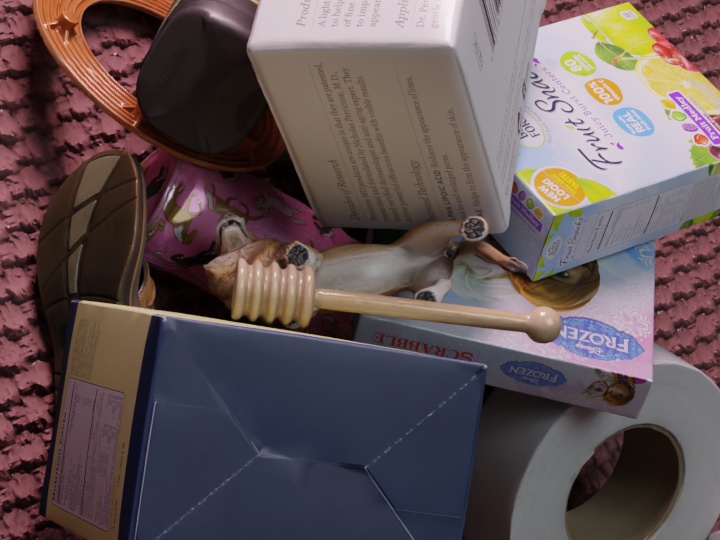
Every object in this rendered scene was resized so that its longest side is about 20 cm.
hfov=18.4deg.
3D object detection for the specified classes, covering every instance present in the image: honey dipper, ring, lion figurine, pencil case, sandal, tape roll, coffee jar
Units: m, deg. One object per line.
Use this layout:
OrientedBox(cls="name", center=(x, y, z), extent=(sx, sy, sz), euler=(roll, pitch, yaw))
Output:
OrientedBox(cls="honey dipper", center=(0.023, 0.021, 1.328), extent=(0.199, 0.038, 0.038), euler=(5, 62, -7))
OrientedBox(cls="ring", center=(-0.131, -0.143, 1.508), extent=(0.200, 0.019, 0.201), euler=(30, 29, -19))
OrientedBox(cls="lion figurine", center=(0.000, 0.000, 1.403), extent=(0.198, 0.122, 0.073), euler=(0, 92, -3))
OrientedBox(cls="pencil case", center=(-0.072, -0.012, 1.507), extent=(0.199, 0.083, 0.087), euler=(31, 26, -26))
OrientedBox(cls="sandal", center=(-0.158, 0.024, 1.420), extent=(0.055, 0.081, 0.201), euler=(14, 66, -62))
OrientedBox(cls="tape roll", center=(0.166, 0.142, 1.564), extent=(0.201, 0.071, 0.204), euler=(-14, 119, -28))
OrientedBox(cls="coffee jar", center=(-0.084, -0.160, 1.459), extent=(0.085, 0.105, 0.200), euler=(30, 29, -8))

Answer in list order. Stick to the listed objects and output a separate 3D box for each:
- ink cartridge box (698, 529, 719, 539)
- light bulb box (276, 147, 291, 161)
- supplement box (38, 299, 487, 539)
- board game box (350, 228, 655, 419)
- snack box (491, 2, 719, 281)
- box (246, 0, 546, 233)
OrientedBox(cls="ink cartridge box", center=(0.301, 0.217, 1.633), extent=(0.117, 0.200, 0.068), euler=(-3, 71, -42))
OrientedBox(cls="light bulb box", center=(0.011, -0.196, 1.639), extent=(0.197, 0.125, 0.201), euler=(-5, 74, -42))
OrientedBox(cls="supplement box", center=(-0.063, 0.100, 1.297), extent=(0.199, 0.200, 0.135), euler=(10, 88, -22))
OrientedBox(cls="board game box", center=(0.101, -0.005, 1.512), extent=(0.199, 0.041, 0.200), euler=(12, 44, -4))
OrientedBox(cls="snack box", center=(0.154, -0.093, 1.537), extent=(0.199, 0.068, 0.169), euler=(-20, 53, -30))
OrientedBox(cls="box", center=(0.030, -0.159, 1.403), extent=(0.200, 0.130, 0.200), euler=(68, 29, -55))
